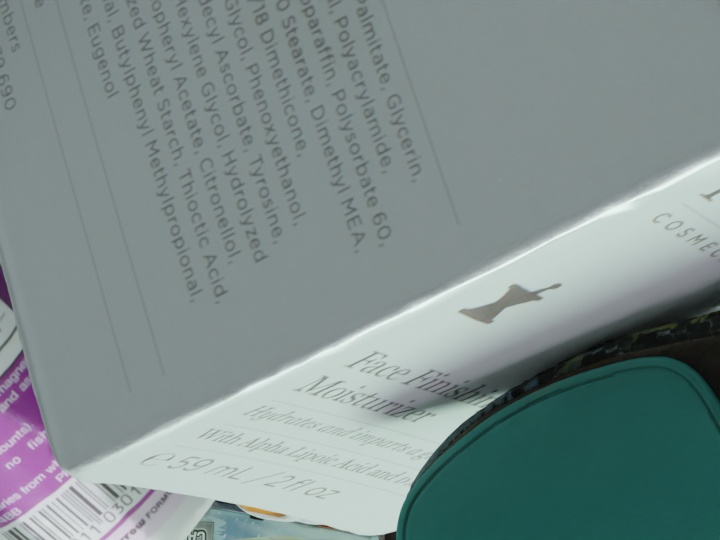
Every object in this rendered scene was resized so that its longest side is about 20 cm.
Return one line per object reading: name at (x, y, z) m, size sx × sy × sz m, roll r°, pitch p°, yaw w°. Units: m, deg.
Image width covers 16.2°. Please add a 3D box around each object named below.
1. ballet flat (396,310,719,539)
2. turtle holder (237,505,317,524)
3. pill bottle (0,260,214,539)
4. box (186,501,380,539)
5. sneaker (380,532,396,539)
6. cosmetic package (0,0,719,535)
ballet flat at (0.102, 0.038, 0.606) m, size 0.199 × 0.075 × 0.074 m, roll -25°, pitch 161°, yaw 26°
turtle holder at (-0.010, -0.002, 0.861) m, size 0.140 × 0.187 × 0.132 m, roll 25°, pitch 150°, yaw -21°
pill bottle at (-0.127, -0.001, 0.680) m, size 0.112 × 0.113 × 0.200 m, roll -24°, pitch 131°, yaw 25°
box at (-0.105, 0.096, 1.022) m, size 0.136 × 0.040 × 0.199 m, roll 13°, pitch 179°, yaw -36°
sneaker at (-0.040, 0.110, 1.138) m, size 0.079 × 0.075 × 0.200 m, roll 11°, pitch -171°, yaw -38°
cosmetic package at (0.025, -0.049, 0.654) m, size 0.199 × 0.166 × 0.165 m, roll -26°, pitch 159°, yaw 24°
